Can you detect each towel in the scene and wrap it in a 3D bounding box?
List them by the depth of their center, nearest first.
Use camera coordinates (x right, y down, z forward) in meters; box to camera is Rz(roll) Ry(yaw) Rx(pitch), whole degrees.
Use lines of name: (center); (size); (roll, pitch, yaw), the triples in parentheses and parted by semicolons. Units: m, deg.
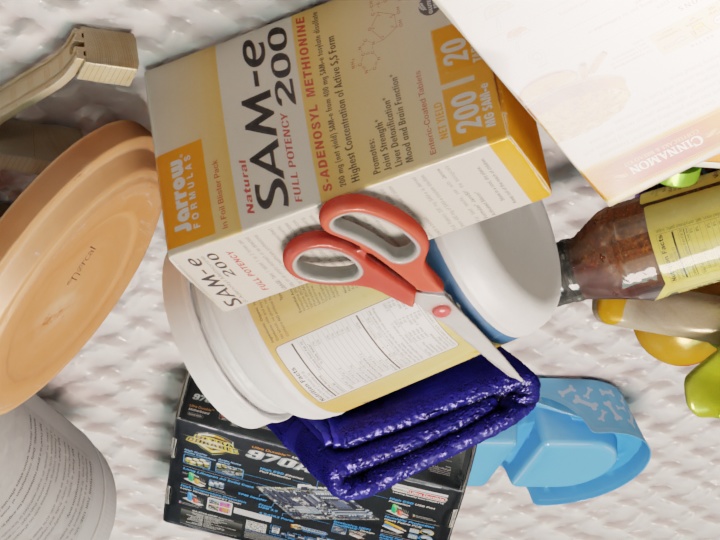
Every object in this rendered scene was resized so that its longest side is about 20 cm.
towel: (0.020, 0.074, 1.748); (0.147, 0.050, 0.200); (-26, -164, -8)

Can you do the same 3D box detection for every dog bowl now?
dog bowl: (0.104, 0.117, 1.971); (0.199, 0.050, 0.112); (3, 148, -20)

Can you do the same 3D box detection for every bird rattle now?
bird rattle: (0.231, 0.026, 1.796); (0.162, 0.113, 0.200); (13, -170, 11)

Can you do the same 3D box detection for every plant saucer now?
plant saucer: (-0.172, 0.007, 1.581); (0.201, 0.032, 0.200); (-52, 168, -16)

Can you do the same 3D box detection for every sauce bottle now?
sauce bottle: (0.181, -0.018, 1.672); (0.199, 0.066, 0.066); (-16, 150, 17)

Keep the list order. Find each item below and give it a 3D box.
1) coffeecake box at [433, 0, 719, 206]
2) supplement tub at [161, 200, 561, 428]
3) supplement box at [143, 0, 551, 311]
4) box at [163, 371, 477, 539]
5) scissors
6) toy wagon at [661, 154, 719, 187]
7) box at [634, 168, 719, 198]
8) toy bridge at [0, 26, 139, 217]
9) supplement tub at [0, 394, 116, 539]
coffeecake box: (0.137, -0.147, 1.440); (0.153, 0.073, 0.200); (-26, 127, 25)
supplement tub: (0.000, 0.000, 1.639); (0.199, 0.145, 0.145); (-24, 148, 23)
supplement box: (-0.009, -0.075, 1.526); (0.199, 0.126, 0.074); (-20, 148, 15)
box: (-0.031, 0.141, 1.908); (0.199, 0.046, 0.159); (14, 149, 1)
scissors: (0.042, 0.012, 1.530); (0.200, 0.014, 0.073); (28, 131, -35)
toy wagon: (0.199, -0.114, 1.554); (0.199, 0.040, 0.156); (4, 126, -11)
box: (0.233, -0.081, 1.678); (0.136, 0.039, 0.200); (-10, 150, 0)
toy bridge: (-0.188, -0.069, 1.579); (0.067, 0.027, 0.200); (7, 146, -24)
supplement tub: (-0.253, 0.123, 1.788); (0.131, 0.132, 0.200); (-19, 148, 15)
